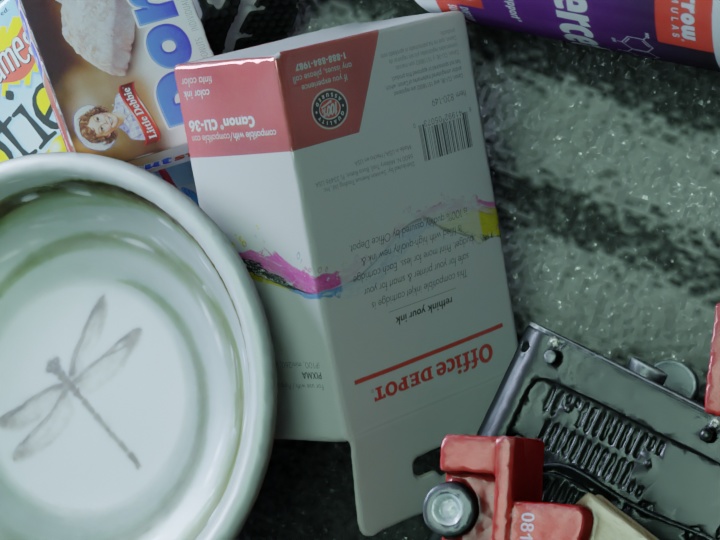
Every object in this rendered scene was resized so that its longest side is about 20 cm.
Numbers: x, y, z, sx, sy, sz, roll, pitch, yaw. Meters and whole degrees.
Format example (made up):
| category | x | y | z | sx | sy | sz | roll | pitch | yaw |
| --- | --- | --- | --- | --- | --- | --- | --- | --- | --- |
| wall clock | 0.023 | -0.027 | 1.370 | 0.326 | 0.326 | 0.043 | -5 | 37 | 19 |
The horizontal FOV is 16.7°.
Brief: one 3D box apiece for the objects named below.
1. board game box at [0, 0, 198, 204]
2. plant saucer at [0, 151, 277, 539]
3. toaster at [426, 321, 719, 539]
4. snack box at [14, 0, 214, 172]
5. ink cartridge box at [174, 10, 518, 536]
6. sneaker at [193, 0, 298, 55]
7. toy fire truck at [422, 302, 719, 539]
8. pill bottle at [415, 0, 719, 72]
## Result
| category | x | y | z | sx | sy | sz | roll | pitch | yaw |
| --- | --- | --- | --- | --- | --- | --- | --- | --- | --- |
| board game box | -0.124 | -0.008 | 1.105 | 0.103 | 0.105 | 0.200 | -35 | 73 | 15 |
| plant saucer | -0.119 | 0.053 | 1.014 | 0.200 | 0.050 | 0.200 | -2 | 85 | 22 |
| toaster | 0.119 | 0.144 | 0.988 | 0.181 | 0.119 | 0.200 | 26 | 94 | 22 |
| snack box | -0.119 | -0.135 | 1.068 | 0.072 | 0.024 | 0.200 | -17 | 72 | -12 |
| ink cartridge box | 0.000 | 0.000 | 1.028 | 0.067 | 0.116 | 0.200 | -1 | 102 | 45 |
| sneaker | -0.047 | -0.168 | 1.074 | 0.200 | 0.074 | 0.080 | -48 | 56 | 44 |
| toy fire truck | 0.095 | 0.112 | 0.911 | 0.141 | 0.049 | 0.200 | 2 | 86 | 21 |
| pill bottle | 0.122 | -0.145 | 1.020 | 0.200 | 0.112 | 0.113 | 14 | 89 | 22 |
